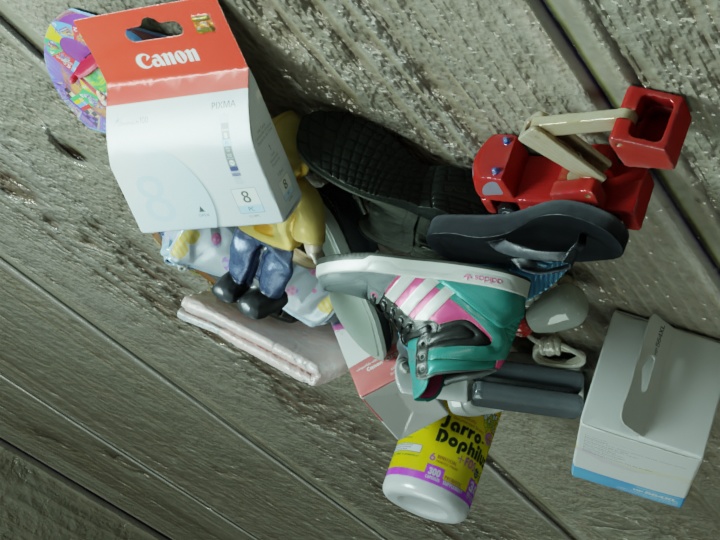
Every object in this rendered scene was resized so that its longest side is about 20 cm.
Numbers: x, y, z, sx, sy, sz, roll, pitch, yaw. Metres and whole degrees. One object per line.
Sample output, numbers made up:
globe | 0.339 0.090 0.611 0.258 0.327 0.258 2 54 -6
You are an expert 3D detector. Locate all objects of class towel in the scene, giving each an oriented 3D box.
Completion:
towel | -0.087 0.069 1.534 0.190 0.033 0.200 26 -165 17

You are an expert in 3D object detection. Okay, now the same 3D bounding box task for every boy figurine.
boy figurine | -0.081 -0.051 1.252 0.124 0.064 0.201 33 129 20

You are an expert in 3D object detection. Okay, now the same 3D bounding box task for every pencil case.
pencil case | -0.106 -0.016 1.387 0.198 0.092 0.083 24 147 -21

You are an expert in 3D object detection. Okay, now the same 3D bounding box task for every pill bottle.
pill bottle | 0.103 0.181 1.555 0.103 0.202 0.104 18 159 7

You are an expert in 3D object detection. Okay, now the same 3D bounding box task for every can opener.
can opener | 0.129 0.108 1.344 0.198 0.053 0.067 11 150 -7

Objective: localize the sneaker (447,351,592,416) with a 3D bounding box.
sneaker | 0.181 0.120 1.453 0.115 0.075 0.199 2 -175 33

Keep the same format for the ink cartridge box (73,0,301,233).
ink cartridge box | -0.157 -0.128 1.161 0.159 0.047 0.201 -2 127 31

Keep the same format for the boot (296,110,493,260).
boot | 0.019 -0.062 1.228 0.198 0.068 0.131 23 153 -9

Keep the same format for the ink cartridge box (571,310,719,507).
ink cartridge box | 0.295 0.141 1.374 0.124 0.130 0.200 16 159 12

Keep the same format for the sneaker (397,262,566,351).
sneaker | 0.123 0.007 1.252 0.199 0.081 0.077 -36 85 28

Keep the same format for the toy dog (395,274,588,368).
toy dog | 0.134 0.031 1.361 0.198 0.097 0.132 -1 150 15

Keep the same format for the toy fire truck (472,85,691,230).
toy fire truck | 0.168 -0.088 1.062 0.198 0.049 0.141 9 155 32

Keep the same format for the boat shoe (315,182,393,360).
boat shoe | 0.000 0.000 1.333 0.075 0.060 0.201 24 144 43

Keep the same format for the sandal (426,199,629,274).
sandal | 0.139 -0.018 1.123 0.199 0.043 0.076 -5 148 46

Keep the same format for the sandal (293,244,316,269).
sandal | -0.104 -0.086 1.325 0.211 0.078 0.070 33 131 -15

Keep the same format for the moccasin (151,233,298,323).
moccasin | -0.143 -0.006 1.470 0.200 0.074 0.078 26 172 -20

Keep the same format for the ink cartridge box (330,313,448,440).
ink cartridge box | 0.018 0.069 1.469 0.067 0.201 0.117 -28 143 7

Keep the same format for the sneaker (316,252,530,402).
sneaker | 0.047 0.053 1.197 0.198 0.122 0.084 7 172 21

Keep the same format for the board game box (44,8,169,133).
board game box | -0.209 -0.154 1.232 0.198 0.039 0.159 17 145 11
